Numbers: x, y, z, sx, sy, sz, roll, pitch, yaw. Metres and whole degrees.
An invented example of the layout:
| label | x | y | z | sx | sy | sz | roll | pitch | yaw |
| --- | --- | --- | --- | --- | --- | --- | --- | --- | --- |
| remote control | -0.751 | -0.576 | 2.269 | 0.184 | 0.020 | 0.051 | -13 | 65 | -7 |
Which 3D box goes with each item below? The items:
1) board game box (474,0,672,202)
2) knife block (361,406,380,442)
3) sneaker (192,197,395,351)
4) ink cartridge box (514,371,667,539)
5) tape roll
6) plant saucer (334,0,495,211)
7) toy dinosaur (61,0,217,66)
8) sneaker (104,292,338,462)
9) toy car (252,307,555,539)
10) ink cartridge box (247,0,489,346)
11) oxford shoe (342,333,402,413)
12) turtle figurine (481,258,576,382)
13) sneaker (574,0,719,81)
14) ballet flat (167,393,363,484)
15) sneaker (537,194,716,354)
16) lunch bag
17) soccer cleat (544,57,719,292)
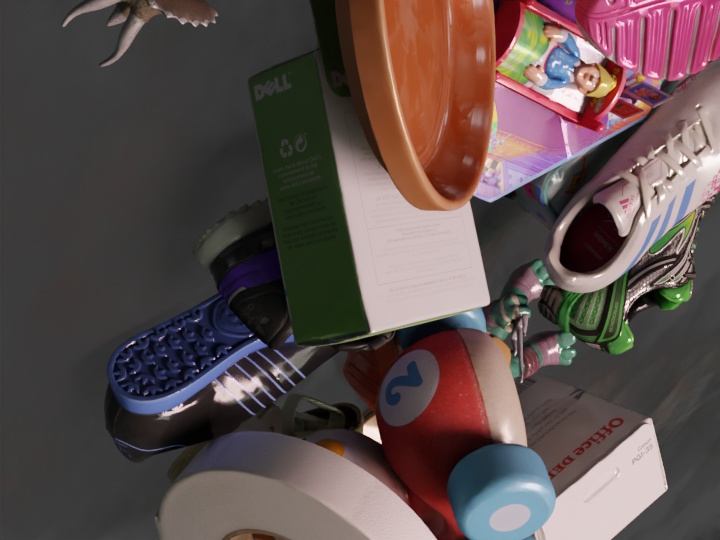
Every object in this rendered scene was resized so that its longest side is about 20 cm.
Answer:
| label | x | y | z | sx | sy | sz | roll | pitch | yaw |
| --- | --- | --- | --- | --- | --- | --- | --- | --- | --- |
| board game box | 0.127 | -0.132 | 0.744 | 0.199 | 0.039 | 0.159 | -28 | 122 | -18 |
| knife block | 0.050 | 0.228 | 1.034 | 0.064 | 0.175 | 0.201 | -37 | 150 | -21 |
| sneaker | 0.000 | 0.000 | 0.738 | 0.199 | 0.100 | 0.070 | -18 | 159 | -39 |
| ink cartridge box | 0.142 | 0.168 | 1.054 | 0.146 | 0.200 | 0.083 | -33 | 119 | -24 |
| tape roll | -0.034 | 0.186 | 0.739 | 0.037 | 0.202 | 0.204 | -50 | 161 | -44 |
| plant saucer | 0.028 | -0.129 | 0.592 | 0.200 | 0.032 | 0.202 | -3 | 90 | -70 |
| toy dinosaur | -0.065 | -0.170 | 0.471 | 0.102 | 0.077 | 0.201 | -47 | 160 | -30 |
| sneaker | -0.072 | 0.054 | 0.762 | 0.199 | 0.070 | 0.078 | -22 | 146 | -29 |
| toy car | 0.006 | 0.133 | 0.783 | 0.199 | 0.185 | 0.178 | -13 | 132 | -4 |
| ink cartridge box | 0.001 | -0.067 | 0.659 | 0.059 | 0.201 | 0.103 | -12 | 179 | 43 |
| oxford shoe | 0.030 | 0.062 | 0.910 | 0.073 | 0.071 | 0.200 | -42 | 152 | -18 |
| turtle figurine | 0.109 | 0.078 | 0.978 | 0.200 | 0.100 | 0.151 | -41 | 136 | -49 |
| sneaker | 0.199 | -0.178 | 0.725 | 0.199 | 0.088 | 0.082 | -18 | 136 | -29 |
| ballet flat | -0.062 | 0.122 | 0.870 | 0.200 | 0.071 | 0.071 | 6 | 122 | -55 |
| sneaker | 0.228 | -0.018 | 0.909 | 0.200 | 0.085 | 0.078 | -48 | 160 | -6 |
| lunch bag | 0.185 | -0.116 | 0.894 | 0.200 | 0.077 | 0.160 | -48 | 154 | 0 |
| soccer cleat | 0.200 | -0.061 | 0.815 | 0.200 | 0.070 | 0.086 | -51 | 165 | 13 |
